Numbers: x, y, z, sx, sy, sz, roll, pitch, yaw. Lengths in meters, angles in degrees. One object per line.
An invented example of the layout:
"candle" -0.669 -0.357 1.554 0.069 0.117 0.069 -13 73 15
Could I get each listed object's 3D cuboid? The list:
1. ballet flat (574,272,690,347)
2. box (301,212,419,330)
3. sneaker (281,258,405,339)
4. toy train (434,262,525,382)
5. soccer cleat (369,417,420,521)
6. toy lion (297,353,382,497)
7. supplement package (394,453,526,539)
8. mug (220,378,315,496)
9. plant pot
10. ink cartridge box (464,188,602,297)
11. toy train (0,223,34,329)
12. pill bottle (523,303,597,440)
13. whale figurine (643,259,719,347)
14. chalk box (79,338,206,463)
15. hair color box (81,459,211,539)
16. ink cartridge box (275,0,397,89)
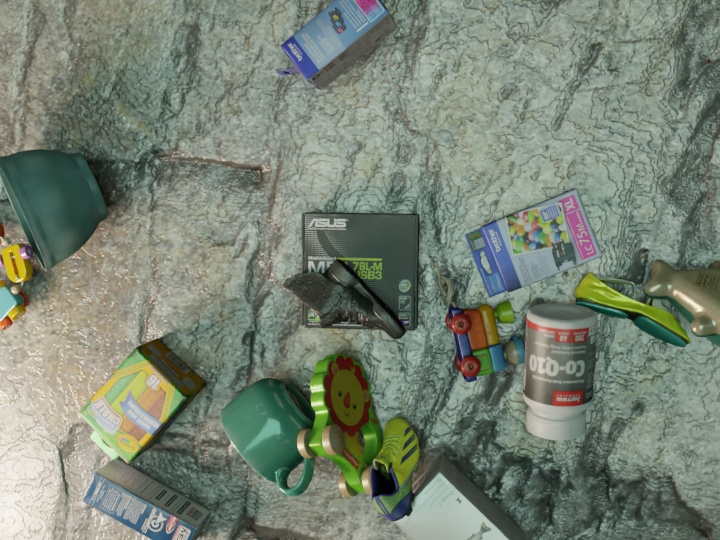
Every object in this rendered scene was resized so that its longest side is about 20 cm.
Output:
"ballet flat" 0.448 0.058 1.689 0.199 0.067 0.067 22 77 6
"box" 0.000 0.000 1.743 0.198 0.048 0.195 2 97 6
"sneaker" -0.027 0.062 1.702 0.104 0.060 0.200 -44 85 7
"toy train" 0.199 0.073 1.711 0.115 0.085 0.202 -13 93 -3
"soccer cleat" 0.052 0.310 1.690 0.064 0.201 0.084 -26 125 25
"toy lion" -0.022 0.245 1.716 0.068 0.193 0.200 -13 133 31
"supplement package" 0.166 0.424 1.720 0.200 0.117 0.117 43 97 2
"mug" -0.131 0.267 1.726 0.114 0.152 0.185 -40 91 6
"plant pot" -0.505 -0.118 1.735 0.133 0.200 0.202 -26 91 -19
"ink cartridge box" 0.283 -0.043 1.710 0.199 0.042 0.120 -22 91 9
"toy train" -0.631 -0.001 1.817 0.149 0.056 0.202 12 100 19
"pill bottle" 0.320 0.162 1.676 0.113 0.114 0.202 2 104 7
"whale figurine" 0.549 0.054 1.656 0.199 0.104 0.160 18 52 15
"chalk box" -0.382 0.234 1.767 0.124 0.124 0.200 42 98 2
"hair color box" -0.366 0.405 1.790 0.199 0.100 0.061 27 98 4
"ink cartridge box" -0.044 -0.367 1.674 0.200 0.136 0.076 -40 87 8
